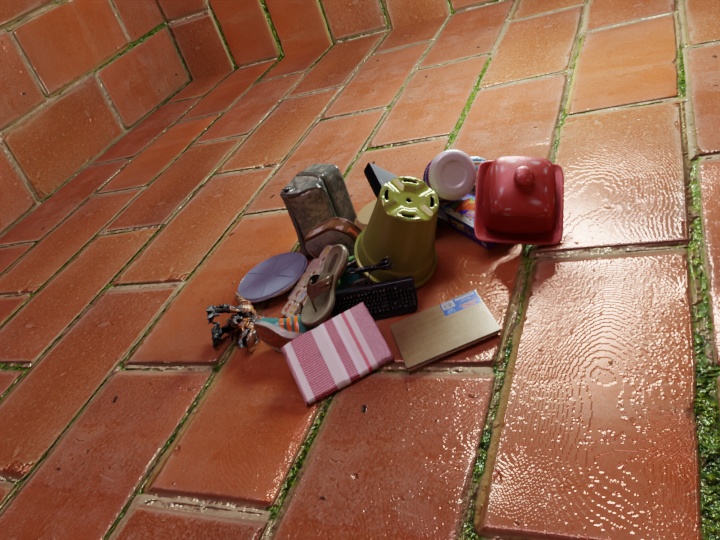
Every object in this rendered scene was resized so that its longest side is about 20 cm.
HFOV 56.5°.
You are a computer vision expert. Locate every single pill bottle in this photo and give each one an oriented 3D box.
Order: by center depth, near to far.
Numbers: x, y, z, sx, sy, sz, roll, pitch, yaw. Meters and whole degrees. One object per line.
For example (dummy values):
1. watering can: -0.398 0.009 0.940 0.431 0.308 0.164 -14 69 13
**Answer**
1. pill bottle: 0.208 -0.222 1.602 0.110 0.115 0.200 -21 3 1

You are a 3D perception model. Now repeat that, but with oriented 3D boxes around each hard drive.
1. hard drive: 0.108 -0.181 1.616 0.033 0.196 0.141 -56 31 24

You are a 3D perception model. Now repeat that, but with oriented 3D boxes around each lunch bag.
1. lunch bag: -0.117 -0.157 1.760 0.167 0.204 0.138 -38 32 -31

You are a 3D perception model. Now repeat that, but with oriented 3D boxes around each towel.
1. towel: -0.047 0.167 1.347 0.197 0.023 0.146 -27 58 -6

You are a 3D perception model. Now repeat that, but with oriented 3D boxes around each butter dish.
1. butter dish: 0.347 -0.173 1.443 0.194 0.148 0.205 4 69 9

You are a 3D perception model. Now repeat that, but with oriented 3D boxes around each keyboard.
1. keyboard: 0.022 0.044 1.437 0.195 0.130 0.021 -12 8 16

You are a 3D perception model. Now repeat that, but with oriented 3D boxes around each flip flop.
1. flip flop: -0.083 0.027 1.426 0.080 0.057 0.204 3 62 42

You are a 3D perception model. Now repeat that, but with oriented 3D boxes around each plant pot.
1. plant pot: 0.092 -0.094 1.465 0.195 0.186 0.204 5 51 -6

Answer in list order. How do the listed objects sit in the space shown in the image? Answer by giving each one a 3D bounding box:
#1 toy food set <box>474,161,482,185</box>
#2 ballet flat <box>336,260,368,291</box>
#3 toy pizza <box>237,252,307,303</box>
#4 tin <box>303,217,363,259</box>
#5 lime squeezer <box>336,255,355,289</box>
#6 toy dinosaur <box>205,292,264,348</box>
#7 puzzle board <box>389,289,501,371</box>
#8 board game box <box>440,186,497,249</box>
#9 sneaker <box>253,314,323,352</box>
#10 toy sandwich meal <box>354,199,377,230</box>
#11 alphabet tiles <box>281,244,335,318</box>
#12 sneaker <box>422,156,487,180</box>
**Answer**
1. toy food set: 0.352 -0.233 1.646 0.140 0.062 0.200 -4 23 -25
2. ballet flat: 0.000 0.000 1.578 0.195 0.073 0.072 -18 31 4
3. toy pizza: -0.222 0.023 1.709 0.196 0.032 0.202 -20 29 11
4. tin: -0.066 -0.066 1.632 0.198 0.112 0.042 -21 30 53
5. lime squeezer: -0.041 0.019 1.526 0.203 0.069 0.038 -65 7 -20
6. toy dinosaur: -0.288 0.122 1.577 0.132 0.105 0.200 -9 12 -8
7. puzzle board: 0.166 0.118 1.336 0.196 0.018 0.152 -22 30 0
8. board game box: 0.295 -0.134 1.604 0.133 0.045 0.200 -31 32 -13
9. sneaker: -0.144 0.133 1.465 0.196 0.073 0.080 12 43 31
10. toy sandwich meal: 0.074 -0.125 1.716 0.200 0.072 0.207 -16 28 9
11. alphabet tiles: -0.116 0.025 1.559 0.202 0.014 0.195 -56 19 -8
12. sneaker: 0.258 -0.226 1.762 0.196 0.079 0.091 -24 49 6
